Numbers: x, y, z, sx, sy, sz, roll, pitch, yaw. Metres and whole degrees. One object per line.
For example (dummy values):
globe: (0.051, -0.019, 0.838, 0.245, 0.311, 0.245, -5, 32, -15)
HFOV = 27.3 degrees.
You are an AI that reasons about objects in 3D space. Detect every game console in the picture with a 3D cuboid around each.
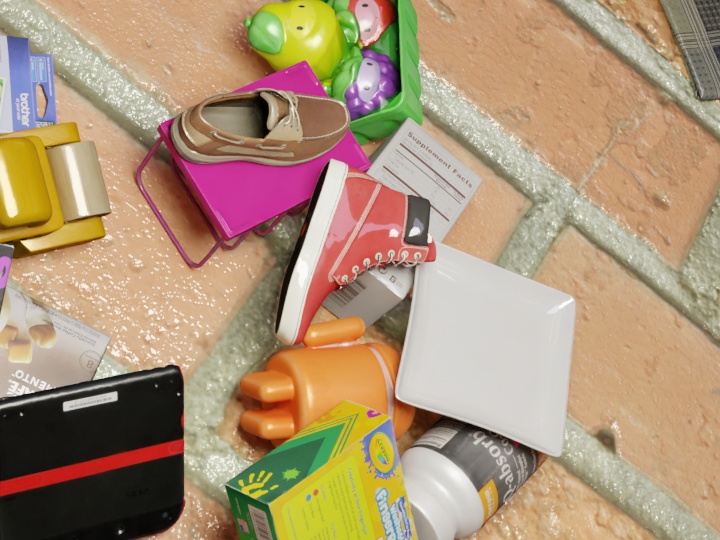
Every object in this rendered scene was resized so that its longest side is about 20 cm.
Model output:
game console: (-0.259, 0.186, 1.407, 0.200, 0.031, 0.177, -11, 111, -31)

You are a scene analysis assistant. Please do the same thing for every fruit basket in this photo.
fruit basket: (-0.026, -0.260, 1.708, 0.216, 0.155, 0.216, 37, 45, -50)

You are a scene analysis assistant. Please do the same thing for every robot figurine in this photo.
robot figurine: (-0.026, 0.137, 1.561, 0.200, 0.117, 0.144, -4, 58, -28)

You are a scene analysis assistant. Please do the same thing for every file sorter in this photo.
file sorter: (-0.122, -0.111, 1.615, 0.200, 0.125, 0.139, -29, 84, -33)

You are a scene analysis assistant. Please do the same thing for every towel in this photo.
towel: (0.516, -0.336, 2.115, 0.192, 0.035, 0.200, -11, 75, -28)

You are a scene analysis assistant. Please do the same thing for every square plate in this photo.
square plate: (0.134, 0.084, 1.582, 0.200, 0.028, 0.198, 21, 58, -17)

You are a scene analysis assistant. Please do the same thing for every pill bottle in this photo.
pill bottle: (0.110, 0.215, 1.594, 0.116, 0.116, 0.200, 50, 55, 1)

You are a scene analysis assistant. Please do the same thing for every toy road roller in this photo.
toy road roller: (-0.332, -0.080, 1.467, 0.200, 0.146, 0.123, -15, 90, -34)

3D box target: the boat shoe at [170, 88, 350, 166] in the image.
boat shoe: (-0.093, -0.151, 1.528, 0.200, 0.072, 0.076, -12, 75, -31)

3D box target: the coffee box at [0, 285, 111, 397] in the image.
coffee box: (-0.359, 0.078, 1.432, 0.200, 0.080, 0.114, 29, 59, -13)

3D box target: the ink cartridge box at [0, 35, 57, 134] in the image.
ink cartridge box: (-0.413, -0.192, 1.553, 0.200, 0.042, 0.119, 3, 67, -28)

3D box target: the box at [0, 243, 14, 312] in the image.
box: (-0.405, 0.054, 1.352, 0.143, 0.036, 0.200, 16, 65, -20)

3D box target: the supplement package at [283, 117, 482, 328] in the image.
supplement package: (0.027, -0.051, 1.671, 0.117, 0.117, 0.200, 39, 55, -5)

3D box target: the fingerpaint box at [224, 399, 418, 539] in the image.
fingerpaint box: (-0.031, 0.257, 1.469, 0.167, 0.073, 0.200, -33, 122, -34)

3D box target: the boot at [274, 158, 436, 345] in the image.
boot: (0.000, 0.000, 1.535, 0.144, 0.072, 0.200, 23, 76, -10)
